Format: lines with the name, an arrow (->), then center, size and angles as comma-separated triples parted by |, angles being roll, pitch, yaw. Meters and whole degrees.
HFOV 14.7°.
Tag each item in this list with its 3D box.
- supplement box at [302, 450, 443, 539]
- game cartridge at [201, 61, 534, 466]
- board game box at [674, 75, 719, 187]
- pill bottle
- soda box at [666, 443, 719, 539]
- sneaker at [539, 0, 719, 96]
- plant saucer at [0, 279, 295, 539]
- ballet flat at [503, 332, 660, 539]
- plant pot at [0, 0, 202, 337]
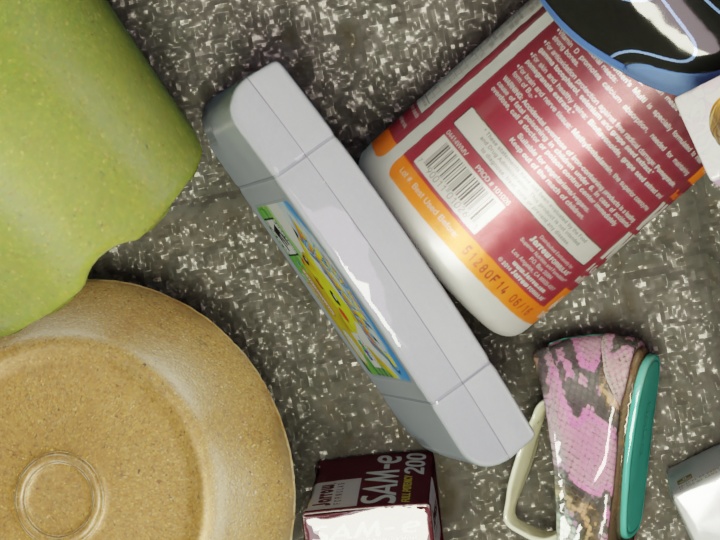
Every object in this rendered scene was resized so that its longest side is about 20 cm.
supplement box -> 0.015, 0.193, 1.273 | 0.061, 0.109, 0.201 | -6, 99, 3
game cartridge -> 0.000, 0.000, 1.232 | 0.040, 0.133, 0.200 | -36, 95, -12
board game box -> 0.251, -0.078, 1.162 | 0.200, 0.199, 0.041 | -27, 72, 17
pill bottle -> 0.104, -0.073, 1.228 | 0.200, 0.110, 0.110 | -41, 94, 8
soda box -> 0.243, 0.083, 1.268 | 0.200, 0.064, 0.068 | -26, 96, 6
sneaker -> 0.086, -0.152, 1.143 | 0.200, 0.078, 0.070 | 44, 86, 11
plant saucer -> -0.129, 0.102, 1.246 | 0.200, 0.035, 0.201 | -1, 85, 15
ballet flat -> 0.101, 0.128, 1.286 | 0.071, 0.069, 0.201 | 2, 95, 21
plant pot -> -0.174, -0.079, 1.215 | 0.200, 0.200, 0.184 | -39, 106, 8
